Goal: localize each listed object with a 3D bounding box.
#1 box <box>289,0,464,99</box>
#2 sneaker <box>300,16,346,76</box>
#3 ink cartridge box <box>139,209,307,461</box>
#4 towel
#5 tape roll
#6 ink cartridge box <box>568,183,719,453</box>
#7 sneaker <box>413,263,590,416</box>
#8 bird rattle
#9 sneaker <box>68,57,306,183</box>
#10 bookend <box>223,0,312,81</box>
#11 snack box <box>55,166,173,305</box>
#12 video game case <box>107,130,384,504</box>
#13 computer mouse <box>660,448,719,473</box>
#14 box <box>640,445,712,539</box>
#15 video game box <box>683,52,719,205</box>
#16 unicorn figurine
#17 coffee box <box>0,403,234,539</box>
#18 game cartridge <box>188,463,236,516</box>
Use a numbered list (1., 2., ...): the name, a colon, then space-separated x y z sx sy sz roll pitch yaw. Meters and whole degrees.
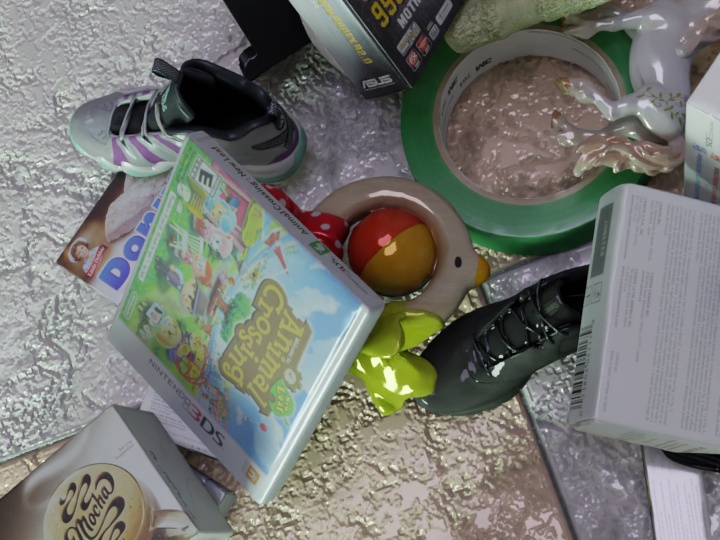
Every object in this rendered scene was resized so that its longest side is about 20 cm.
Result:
1. box: 0.018 -0.247 0.866 0.048 0.159 0.201 -6 43 45
2. sneaker: -0.020 -0.213 0.905 0.075 0.089 0.200 -36 106 2
3. ink cartridge box: -0.086 0.048 0.952 0.108 0.050 0.201 16 76 17
4. towel: 0.145 -0.238 0.933 0.148 0.037 0.200 -13 33 30
5. tape roll: 0.132 -0.114 0.953 0.199 0.048 0.202 -4 73 12
6. ink cartridge box: 0.248 0.044 0.823 0.199 0.057 0.164 14 76 -13
7. sneaker: 0.122 0.040 0.886 0.199 0.091 0.076 -30 74 4
8. bird rattle: 0.000 0.000 0.894 0.163 0.113 0.200 -34 60 -15
9. sneaker: -0.148 -0.126 0.942 0.199 0.140 0.078 3 75 10
10. bookend: -0.061 -0.290 0.974 0.199 0.092 0.199 -33 106 1
11. snack box: -0.165 -0.069 1.018 0.072 0.024 0.201 31 82 17
12. video game case: -0.089 0.036 0.852 0.182 0.022 0.201 43 127 20
13. computer mouse: 0.300 0.065 0.850 0.140 0.046 0.201 30 70 3
14. box: 0.222 0.184 0.848 0.041 0.039 0.201 -8 72 10
15. video game box: 0.294 -0.147 0.856 0.047 0.182 0.201 32 82 19
16. unicorn figurine: 0.213 -0.161 0.895 0.136 0.074 0.202 5 89 8
17. coffee box: -0.207 0.204 0.875 0.200 0.080 0.113 -39 72 3
18. game cartridge: -0.194 0.226 0.931 0.129 0.038 0.201 29 82 15
